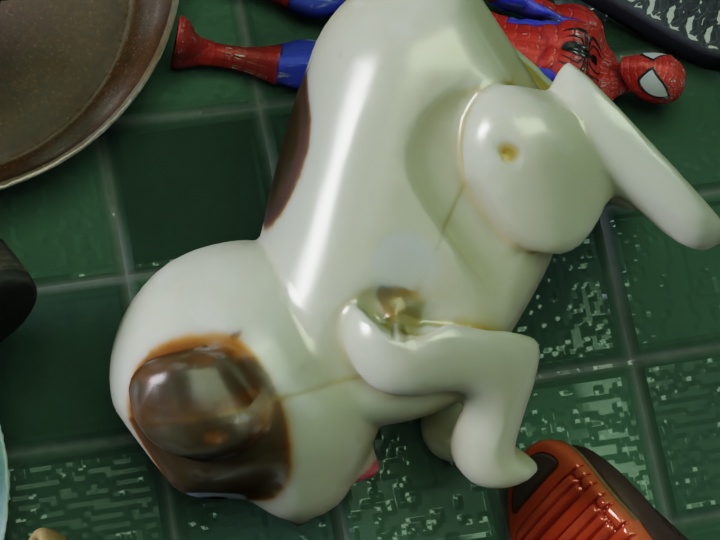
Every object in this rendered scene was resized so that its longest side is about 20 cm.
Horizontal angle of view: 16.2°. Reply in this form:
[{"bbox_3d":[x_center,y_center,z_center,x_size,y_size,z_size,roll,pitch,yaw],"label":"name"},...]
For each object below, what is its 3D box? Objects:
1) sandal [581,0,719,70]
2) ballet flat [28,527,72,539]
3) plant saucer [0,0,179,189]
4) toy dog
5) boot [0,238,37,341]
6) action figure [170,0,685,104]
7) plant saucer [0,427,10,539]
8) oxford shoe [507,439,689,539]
[{"bbox_3d":[0.078,-0.143,1.012,0.200,0.043,0.076,36,77,-4],"label":"sandal"},{"bbox_3d":[-0.159,0.160,0.825,0.200,0.069,0.063,-40,105,-13],"label":"ballet flat"},{"bbox_3d":[-0.168,-0.115,0.972,0.198,0.035,0.202,2,70,-5],"label":"plant saucer"},{"bbox_3d":[0.000,0.000,0.885,0.200,0.140,0.194,-47,111,0],"label":"toy dog"},{"bbox_3d":[-0.223,-0.026,0.881,0.199,0.069,0.175,-22,66,-25],"label":"boot"},{"bbox_3d":[0.029,-0.089,0.980,0.198,0.052,0.066,10,65,-5],"label":"action figure"},{"bbox_3d":[-0.224,0.085,0.890,0.199,0.039,0.203,2,69,-6],"label":"plant saucer"},{"bbox_3d":[0.126,0.141,0.907,0.072,0.071,0.201,-19,68,-43],"label":"oxford shoe"}]
